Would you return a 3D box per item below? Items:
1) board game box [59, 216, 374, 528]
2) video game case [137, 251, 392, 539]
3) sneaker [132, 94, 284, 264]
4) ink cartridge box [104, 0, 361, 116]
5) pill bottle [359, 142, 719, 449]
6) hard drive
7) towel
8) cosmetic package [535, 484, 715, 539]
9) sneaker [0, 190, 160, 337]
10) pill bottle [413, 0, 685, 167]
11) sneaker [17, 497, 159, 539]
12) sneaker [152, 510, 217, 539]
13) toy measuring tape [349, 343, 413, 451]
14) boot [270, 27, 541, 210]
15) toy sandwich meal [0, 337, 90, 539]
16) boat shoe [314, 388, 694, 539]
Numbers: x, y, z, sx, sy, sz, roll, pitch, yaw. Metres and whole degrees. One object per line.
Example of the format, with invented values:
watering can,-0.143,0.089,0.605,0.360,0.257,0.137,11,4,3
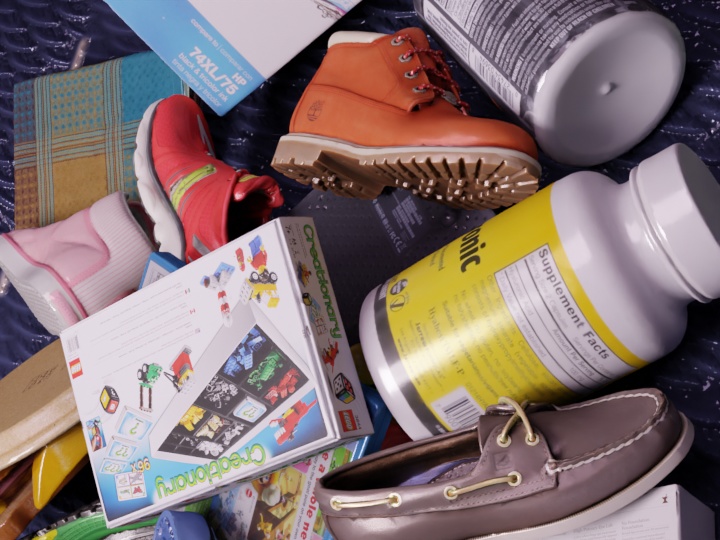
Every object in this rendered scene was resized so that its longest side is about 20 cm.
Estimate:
board game box,-0.090,0.063,0.915,0.200,0.035,0.127,-25,76,38
video game case,-0.077,0.095,0.941,0.200,0.018,0.144,32,110,35
sneaker,-0.091,-0.044,1.045,0.085,0.077,0.200,-33,52,20
ink cartridge box,-0.069,-0.243,1.092,0.200,0.146,0.147,-37,25,19
pill bottle,0.107,0.015,0.864,0.200,0.111,0.112,-30,52,23
hard drive,0.000,0.000,1.007,0.200,0.042,0.135,-42,47,16
towel,-0.193,-0.086,1.200,0.199,0.022,0.147,-5,83,39
cosmetic package,0.088,0.174,0.836,0.199,0.051,0.083,-16,58,33
sneaker,-0.201,-0.009,1.155,0.105,0.075,0.200,-39,21,-15
pill bottle,0.100,-0.158,0.964,0.106,0.106,0.200,-46,46,11
sneaker,-0.172,0.197,1.039,0.200,0.078,0.085,-28,88,17
sneaker,-0.066,0.229,0.902,0.070,0.078,0.201,-50,49,50
toy measuring tape,-0.010,0.139,0.944,0.073,0.073,0.201,22,105,44
boot,0.034,-0.097,0.944,0.200,0.075,0.108,13,78,45
toy sandwich meal,-0.204,0.105,1.087,0.205,0.070,0.205,-31,16,9
boat shoe,0.071,0.102,0.821,0.199,0.060,0.072,-23,20,19
